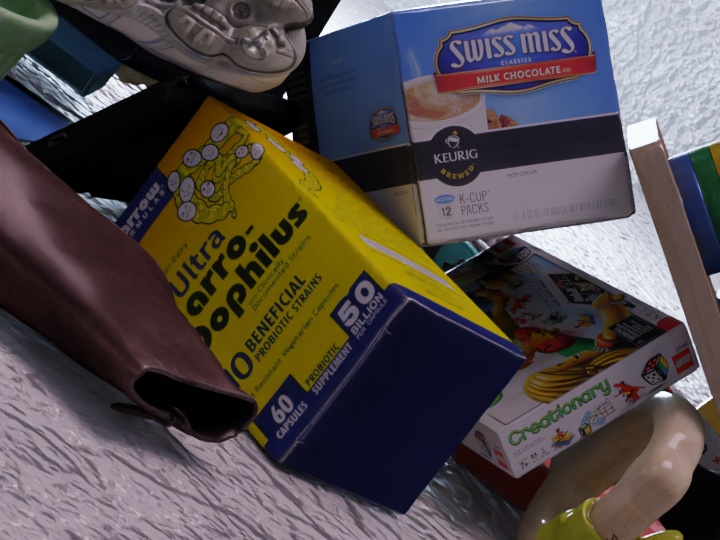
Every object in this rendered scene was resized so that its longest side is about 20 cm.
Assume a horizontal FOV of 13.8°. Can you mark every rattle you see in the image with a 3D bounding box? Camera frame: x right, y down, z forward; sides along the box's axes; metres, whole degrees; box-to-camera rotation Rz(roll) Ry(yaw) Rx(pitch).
[{"bbox_3d":[0.170,0.131,1.669,0.143,0.130,0.200,30,14,-6],"label":"rattle"}]

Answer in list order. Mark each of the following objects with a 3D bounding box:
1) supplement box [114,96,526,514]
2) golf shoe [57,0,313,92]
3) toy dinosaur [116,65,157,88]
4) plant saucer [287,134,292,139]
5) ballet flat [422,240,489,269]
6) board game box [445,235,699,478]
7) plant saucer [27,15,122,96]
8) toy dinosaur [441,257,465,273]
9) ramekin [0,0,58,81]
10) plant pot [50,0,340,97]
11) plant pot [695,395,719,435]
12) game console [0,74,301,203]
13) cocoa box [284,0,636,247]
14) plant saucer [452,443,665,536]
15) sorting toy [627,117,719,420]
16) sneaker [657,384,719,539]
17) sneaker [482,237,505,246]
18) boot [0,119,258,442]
[{"bbox_3d":[-0.029,0.017,1.554,0.109,0.109,0.200,27,14,-47],"label":"supplement box"},{"bbox_3d":[-0.124,-0.149,1.574,0.200,0.078,0.097,31,-20,3],"label":"golf shoe"},{"bbox_3d":[-0.133,-0.134,1.903,0.200,0.058,0.101,52,-6,-21],"label":"toy dinosaur"},{"bbox_3d":[-0.042,-0.069,2.091,0.200,0.048,0.200,34,11,-22],"label":"plant saucer"},{"bbox_3d":[0.060,0.012,1.901,0.069,0.070,0.200,32,-7,-27],"label":"ballet flat"},{"bbox_3d":[0.088,0.045,1.692,0.200,0.126,0.035,30,-34,60],"label":"board game box"},{"bbox_3d":[-0.185,-0.137,1.841,0.070,0.019,0.200,37,-5,-6],"label":"plant saucer"},{"bbox_3d":[0.000,0.000,1.851,0.200,0.086,0.136,58,-24,14],"label":"toy dinosaur"},{"bbox_3d":[-0.262,-0.146,1.512,0.200,0.098,0.200,36,10,-7],"label":"ramekin"},{"bbox_3d":[-0.116,-0.221,1.765,0.200,0.200,0.177,38,23,13],"label":"plant pot"},{"bbox_3d":[0.327,0.157,1.974,0.200,0.176,0.200,28,14,-47],"label":"plant pot"},{"bbox_3d":[-0.154,-0.105,1.675,0.117,0.176,0.200,68,16,8],"label":"game console"},{"bbox_3d":[0.051,-0.082,1.696,0.133,0.132,0.200,-8,1,-19],"label":"cocoa box"},{"bbox_3d":[0.129,0.130,1.809,0.199,0.037,0.200,37,9,-4],"label":"plant saucer"},{"bbox_3d":[0.216,0.008,1.685,0.199,0.069,0.200,-54,125,-82],"label":"sorting toy"},{"bbox_3d":[0.211,0.137,1.780,0.108,0.067,0.201,37,9,-30],"label":"sneaker"},{"bbox_3d":[0.092,0.011,2.023,0.200,0.077,0.091,62,-1,4],"label":"sneaker"},{"bbox_3d":[-0.143,-0.004,1.347,0.166,0.072,0.200,42,7,38],"label":"boot"}]
